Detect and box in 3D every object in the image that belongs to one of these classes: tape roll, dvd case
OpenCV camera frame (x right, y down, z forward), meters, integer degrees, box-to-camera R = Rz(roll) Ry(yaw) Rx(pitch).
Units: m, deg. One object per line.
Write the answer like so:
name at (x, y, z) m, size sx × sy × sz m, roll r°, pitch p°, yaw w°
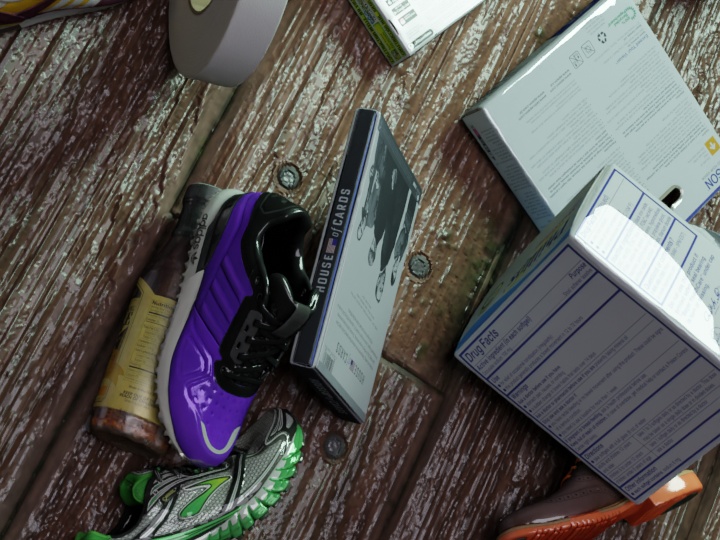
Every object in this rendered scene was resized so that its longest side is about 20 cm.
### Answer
tape roll at (-0.093, -0.237, 1.176) m, size 0.037 × 0.202 × 0.206 m, roll 9°, pitch 77°, yaw -23°
dvd case at (0.000, 0.000, 1.219) m, size 0.024 × 0.150 × 0.202 m, roll 9°, pitch 72°, yaw 18°

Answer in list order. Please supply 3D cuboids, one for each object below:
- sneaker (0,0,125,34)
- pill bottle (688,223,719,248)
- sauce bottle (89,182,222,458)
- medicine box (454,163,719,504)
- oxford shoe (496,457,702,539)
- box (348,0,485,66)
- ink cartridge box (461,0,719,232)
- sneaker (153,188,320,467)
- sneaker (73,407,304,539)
sneaker at (-0.210, -0.230, 1.178) m, size 0.199 × 0.090 × 0.076 m, roll -29°, pitch 94°, yaw -27°
pill bottle at (0.330, 0.033, 1.374) m, size 0.199 × 0.106 × 0.108 m, roll 17°, pitch 73°, yaw -38°
sauce bottle at (-0.140, 0.034, 1.180) m, size 0.065 × 0.066 × 0.202 m, roll 25°, pitch 69°, yaw -20°
medicine box at (0.207, 0.053, 1.248) m, size 0.199 × 0.182 × 0.103 m, roll 39°, pitch 48°, yaw -1°
oxford shoe at (0.186, 0.182, 1.319) m, size 0.198 × 0.071 × 0.073 m, roll -12°, pitch 66°, yaw -31°
box at (0.073, -0.272, 1.355) m, size 0.199 × 0.035 × 0.111 m, roll -38°, pitch 98°, yaw -26°
ink cartridge box at (0.212, -0.111, 1.390) m, size 0.196 × 0.043 × 0.201 m, roll -41°, pitch 102°, yaw -26°
sneaker at (-0.079, 0.039, 1.123) m, size 0.069 × 0.099 × 0.203 m, roll 21°, pitch 76°, yaw -50°
sneaker at (-0.120, 0.164, 1.157) m, size 0.200 × 0.078 × 0.086 m, roll -41°, pitch 98°, yaw -25°
